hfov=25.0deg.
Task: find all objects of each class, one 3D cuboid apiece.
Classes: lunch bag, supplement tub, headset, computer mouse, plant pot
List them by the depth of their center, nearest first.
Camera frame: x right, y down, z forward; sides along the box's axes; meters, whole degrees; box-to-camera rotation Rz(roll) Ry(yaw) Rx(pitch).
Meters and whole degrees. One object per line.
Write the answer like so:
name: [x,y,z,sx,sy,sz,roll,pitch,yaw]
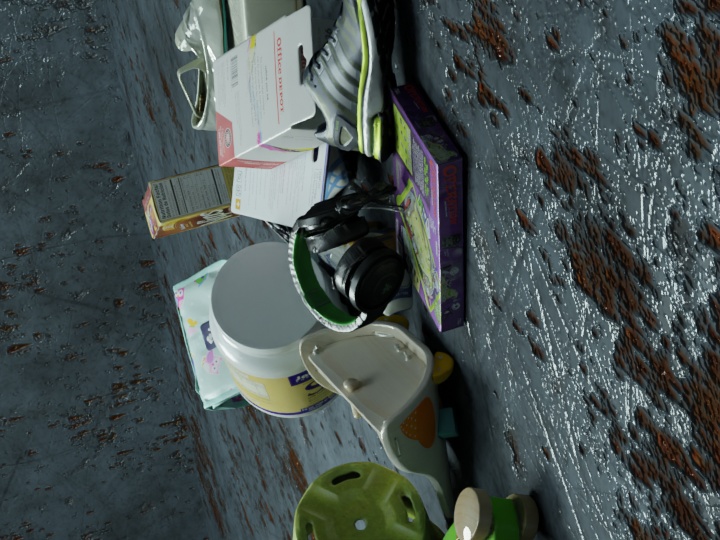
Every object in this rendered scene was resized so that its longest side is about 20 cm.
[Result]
headset: [-0.019,-0.018,1.545,0.124,0.094,0.200,54,140,17]
plant pot: [0.005,0.291,1.652,0.184,0.200,0.201,83,167,-57]
supplement tub: [-0.086,0.065,1.777,0.200,0.145,0.146,76,174,-66]
computer mouse: [-0.054,-0.016,1.833,0.200,0.034,0.059,37,154,35]
lunch bag: [-0.116,0.067,1.954,0.122,0.199,0.171,98,155,-71]

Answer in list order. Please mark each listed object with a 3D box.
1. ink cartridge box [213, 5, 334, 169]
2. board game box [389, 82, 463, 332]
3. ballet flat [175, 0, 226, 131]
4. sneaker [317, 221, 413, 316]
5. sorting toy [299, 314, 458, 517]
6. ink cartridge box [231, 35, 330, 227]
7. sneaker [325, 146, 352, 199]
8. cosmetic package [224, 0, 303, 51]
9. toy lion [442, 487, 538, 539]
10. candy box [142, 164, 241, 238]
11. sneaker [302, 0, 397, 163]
ink cartridge box: [-0.072,-0.180,1.616,0.200,0.067,0.117,-18,73,57]
board game box: [0.061,-0.056,1.471,0.120,0.032,0.201,-112,14,-45]
ballet flat: [-0.182,-0.248,1.883,0.069,0.069,0.201,-123,24,-54]
sneaker: [0.000,0.000,1.683,0.200,0.075,0.089,-153,49,-74]
sorting toy: [0.045,0.157,1.638,0.200,0.107,0.181,41,156,55]
ink cartridge box: [-0.068,-0.145,1.707,0.200,0.043,0.199,16,102,58]
sneaker: [-0.054,-0.112,1.798,0.200,0.072,0.072,114,141,-68]
cosmetic package: [-0.110,-0.285,1.838,0.201,0.073,0.104,88,163,-44]
toy lion: [0.101,0.320,1.420,0.192,0.068,0.201,-57,33,41]
candy box: [-0.161,-0.096,1.977,0.117,0.199,0.057,144,112,-76]
sneaker: [-0.013,-0.192,1.455,0.074,0.081,0.201,-61,-28,-60]
